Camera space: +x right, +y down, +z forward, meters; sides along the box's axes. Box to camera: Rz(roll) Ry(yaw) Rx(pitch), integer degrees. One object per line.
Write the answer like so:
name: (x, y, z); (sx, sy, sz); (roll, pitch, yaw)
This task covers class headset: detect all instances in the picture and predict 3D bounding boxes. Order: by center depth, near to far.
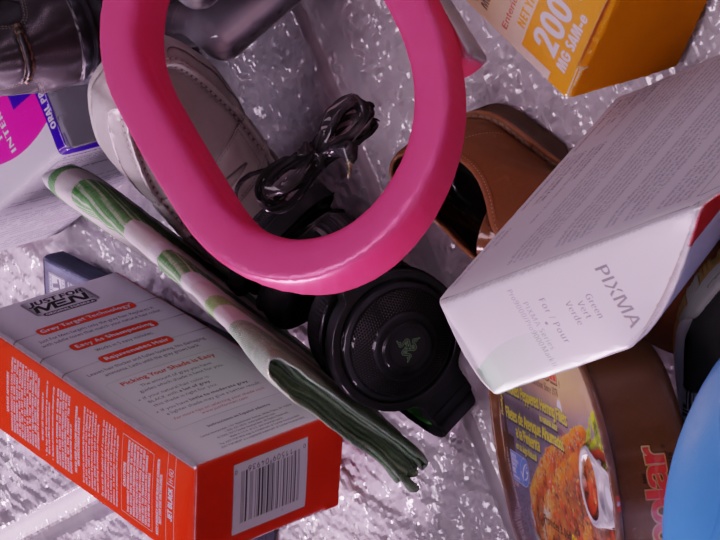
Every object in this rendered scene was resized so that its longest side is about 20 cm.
headset: (0.000, 0.000, 1.015); (0.123, 0.094, 0.200); (40, 172, 33)

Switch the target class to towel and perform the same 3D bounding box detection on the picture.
towel: (-0.061, 0.025, 1.075); (0.023, 0.152, 0.200); (-49, 49, 0)

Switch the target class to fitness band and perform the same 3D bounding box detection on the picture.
fitness band: (-0.032, -0.085, 0.915); (0.143, 0.037, 0.201); (-40, 62, 15)

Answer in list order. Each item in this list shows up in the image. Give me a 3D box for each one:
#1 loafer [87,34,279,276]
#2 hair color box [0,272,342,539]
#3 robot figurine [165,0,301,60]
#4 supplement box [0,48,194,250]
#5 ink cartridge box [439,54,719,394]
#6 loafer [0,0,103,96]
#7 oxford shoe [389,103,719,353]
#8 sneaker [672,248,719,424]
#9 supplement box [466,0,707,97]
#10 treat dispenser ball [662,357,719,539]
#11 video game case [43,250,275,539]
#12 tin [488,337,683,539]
loafer: (-0.069, -0.046, 1.062); (0.070, 0.070, 0.200); (41, 175, 31)
hair color box: (-0.110, 0.073, 1.167); (0.199, 0.101, 0.062); (29, 125, 42)
robot figurine: (-0.110, -0.186, 1.083); (0.200, 0.113, 0.170); (42, 164, 33)
supplement box: (-0.183, -0.086, 1.221); (0.200, 0.103, 0.102); (-33, 80, 52)
ink cartridge box: (0.141, -0.039, 0.803); (0.199, 0.161, 0.050); (-20, 109, 45)
loafer: (-0.190, -0.120, 1.072); (0.199, 0.072, 0.073); (7, 114, 55)
oxford shoe: (0.091, -0.008, 0.946); (0.199, 0.071, 0.072); (30, 124, 39)
sneaker: (0.158, 0.073, 0.873); (0.088, 0.075, 0.201); (-99, 14, -47)
supplement box: (0.065, -0.185, 0.905); (0.200, 0.073, 0.127); (47, 136, 29)
treat dispenser ball: (0.202, 0.091, 0.746); (0.200, 0.200, 0.203); (22, 120, 44)
video game case: (-0.118, 0.084, 1.275); (0.199, 0.019, 0.144); (23, 121, 43)
tin: (0.091, 0.074, 0.896); (0.200, 0.042, 0.113); (-154, 52, -80)
